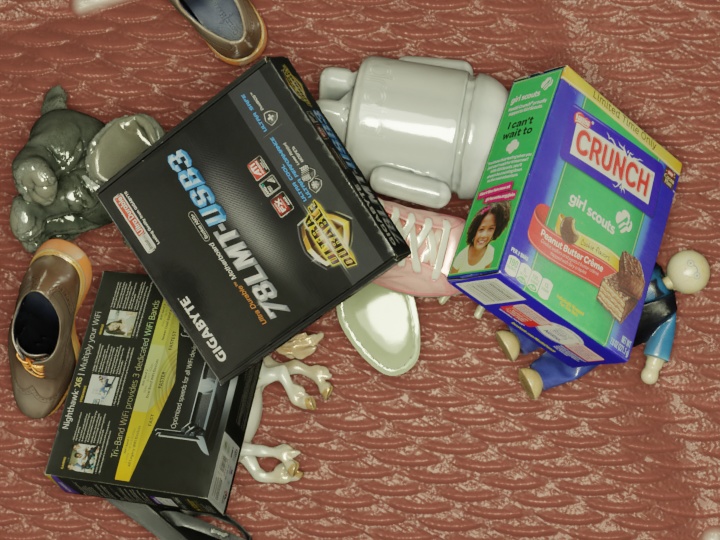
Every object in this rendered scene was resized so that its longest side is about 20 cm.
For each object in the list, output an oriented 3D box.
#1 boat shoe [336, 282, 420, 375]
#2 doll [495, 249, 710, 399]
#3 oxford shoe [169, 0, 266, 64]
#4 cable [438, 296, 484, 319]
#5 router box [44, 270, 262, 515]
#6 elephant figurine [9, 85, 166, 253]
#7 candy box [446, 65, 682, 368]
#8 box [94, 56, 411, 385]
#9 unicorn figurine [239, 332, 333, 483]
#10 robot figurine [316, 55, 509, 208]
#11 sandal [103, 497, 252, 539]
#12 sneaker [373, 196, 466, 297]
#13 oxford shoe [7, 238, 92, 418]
[{"bbox_3d":[0.000,0.000,1.569,0.071,0.061,0.202,-25,87,3],"label":"boat shoe"},{"bbox_3d":[0.228,0.043,1.560,0.199,0.048,0.137,-30,77,-4],"label":"doll"},{"bbox_3d":[-0.160,-0.277,1.574,0.071,0.073,0.200,-44,86,2],"label":"oxford shoe"},{"bbox_3d":[0.139,-0.048,1.559,0.097,0.050,0.201,30,95,36],"label":"cable"},{"bbox_3d":[-0.175,0.106,1.531,0.156,0.052,0.201,6,67,18],"label":"router box"},{"bbox_3d":[-0.204,-0.070,1.554,0.198,0.142,0.156,4,109,7],"label":"elephant figurine"},{"bbox_3d":[0.179,-0.044,1.483,0.169,0.077,0.201,33,64,-32],"label":"candy box"},{"bbox_3d":[-0.091,-0.041,1.439,0.198,0.050,0.201,-34,86,19],"label":"box"},{"bbox_3d":[-0.111,0.139,1.574,0.136,0.074,0.201,19,75,13],"label":"unicorn figurine"},{"bbox_3d":[0.056,-0.126,1.543,0.198,0.113,0.171,9,56,3],"label":"robot figurine"},{"bbox_3d":[-0.151,0.231,1.563,0.199,0.076,0.043,33,94,4],"label":"sandal"},{"bbox_3d":[0.020,-0.026,1.488,0.199,0.105,0.076,13,86,2],"label":"sneaker"},{"bbox_3d":[-0.289,0.066,1.537,0.071,0.073,0.201,18,129,5],"label":"oxford shoe"}]
